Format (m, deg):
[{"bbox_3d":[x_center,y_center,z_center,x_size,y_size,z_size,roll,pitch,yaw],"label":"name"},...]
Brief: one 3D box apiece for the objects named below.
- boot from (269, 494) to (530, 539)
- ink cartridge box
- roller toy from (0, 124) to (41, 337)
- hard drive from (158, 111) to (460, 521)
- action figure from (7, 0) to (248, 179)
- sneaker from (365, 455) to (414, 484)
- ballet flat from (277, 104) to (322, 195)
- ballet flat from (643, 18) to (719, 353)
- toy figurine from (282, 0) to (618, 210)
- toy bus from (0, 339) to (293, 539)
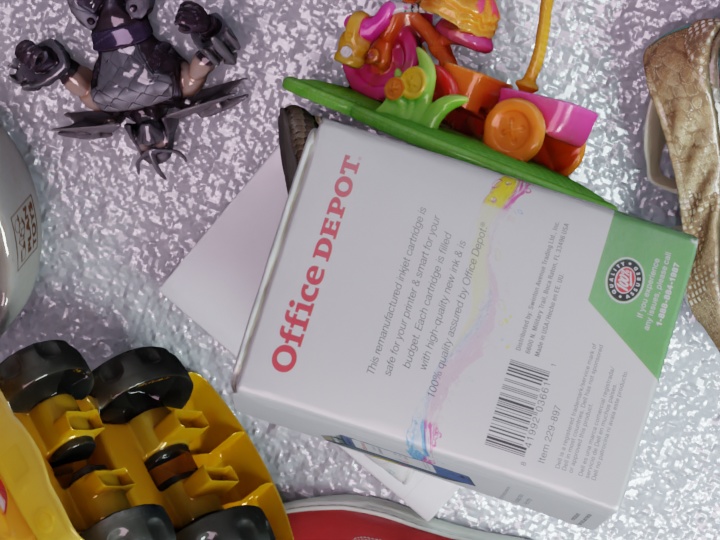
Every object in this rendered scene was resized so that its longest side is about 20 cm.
[{"bbox_3d":[0.012,0.185,1.558,0.199,0.144,0.073,8,108,9],"label":"boot"},{"bbox_3d":[0.049,0.027,1.410,0.199,0.088,0.146,18,79,0],"label":"ink cartridge box"},{"bbox_3d":[-0.271,-0.014,1.558,0.200,0.140,0.182,42,118,-5],"label":"roller toy"},{"bbox_3d":[0.004,0.026,1.578,0.200,0.027,0.132,40,107,-2],"label":"hard drive"},{"bbox_3d":[-0.134,-0.143,1.538,0.129,0.069,0.201,-12,105,8],"label":"action figure"},{"bbox_3d":[0.081,0.048,1.526,0.199,0.075,0.089,-29,104,25],"label":"sneaker"},{"bbox_3d":[0.000,0.000,1.497,0.046,0.067,0.201,-17,67,-5],"label":"ballet flat"},{"bbox_3d":[0.187,-0.036,1.519,0.065,0.070,0.201,2,104,38],"label":"ballet flat"},{"bbox_3d":[0.075,-0.147,1.488,0.199,0.150,0.185,23,95,29],"label":"toy figurine"},{"bbox_3d":[-0.167,0.143,1.548,0.192,0.200,0.136,-39,66,23],"label":"toy bus"}]
